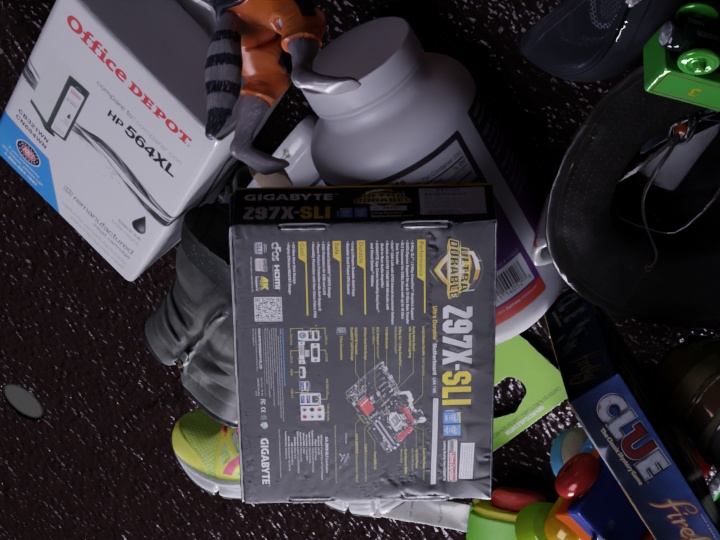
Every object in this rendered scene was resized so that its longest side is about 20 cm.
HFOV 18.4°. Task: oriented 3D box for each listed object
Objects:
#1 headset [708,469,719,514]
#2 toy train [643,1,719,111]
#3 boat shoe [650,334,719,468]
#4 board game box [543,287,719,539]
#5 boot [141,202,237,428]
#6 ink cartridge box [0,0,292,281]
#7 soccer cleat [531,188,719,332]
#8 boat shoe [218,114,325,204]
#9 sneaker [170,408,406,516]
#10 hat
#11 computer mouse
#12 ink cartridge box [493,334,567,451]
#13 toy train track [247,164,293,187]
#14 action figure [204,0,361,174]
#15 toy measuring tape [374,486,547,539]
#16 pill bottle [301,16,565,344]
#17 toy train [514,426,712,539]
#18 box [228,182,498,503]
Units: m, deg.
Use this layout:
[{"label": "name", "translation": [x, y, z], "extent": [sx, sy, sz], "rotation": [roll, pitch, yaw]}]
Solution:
[{"label": "headset", "translation": [0.290, 0.201, 1.521], "extent": [0.123, 0.094, 0.201], "rotation": [23, 127, 23]}, {"label": "toy train", "translation": [0.240, -0.094, 1.175], "extent": [0.198, 0.042, 0.056], "rotation": [14, 149, -19]}, {"label": "boat shoe", "translation": [0.218, 0.070, 1.355], "extent": [0.074, 0.076, 0.200], "rotation": [41, -176, 12]}, {"label": "board game box", "translation": [0.164, 0.094, 1.324], "extent": [0.034, 0.200, 0.136], "rotation": [-31, 103, 8]}, {"label": "boot", "translation": [-0.064, 0.059, 1.487], "extent": [0.200, 0.067, 0.131], "rotation": [45, 135, 26]}, {"label": "ink cartridge box", "translation": [-0.150, -0.108, 1.486], "extent": [0.146, 0.084, 0.200], "rotation": [44, 145, 4]}, {"label": "soccer cleat", "translation": [0.197, 0.007, 1.348], "extent": [0.199, 0.085, 0.069], "rotation": [30, 143, 9]}, {"label": "boat shoe", "translation": [-0.062, -0.043, 1.527], "extent": [0.067, 0.073, 0.200], "rotation": [52, 133, 1]}, {"label": "sneaker", "translation": [-0.050, 0.108, 1.552], "extent": [0.198, 0.078, 0.091], "rotation": [3, 125, 30]}, {"label": "hat", "translation": [0.184, -0.062, 1.268], "extent": [0.081, 0.199, 0.202], "rotation": [-121, 9, -51]}, {"label": "computer mouse", "translation": [0.153, -0.147, 1.187], "extent": [0.053, 0.138, 0.200], "rotation": [52, 152, 0]}, {"label": "ink cartridge box", "translation": [0.031, 0.066, 1.554], "extent": [0.200, 0.076, 0.148], "rotation": [41, 144, -4]}, {"label": "toy train track", "translation": [0.000, 0.000, 1.423], "extent": [0.200, 0.032, 0.115], "rotation": [52, -175, -25]}, {"label": "action figure", "translation": [-0.059, -0.178, 1.277], "extent": [0.200, 0.104, 0.195], "rotation": [120, 137, -66]}, {"label": "toy measuring tape", "translation": [0.080, 0.189, 1.651], "extent": [0.198, 0.074, 0.074], "rotation": [9, 136, 29]}, {"label": "pill bottle", "translation": [0.043, -0.054, 1.381], "extent": [0.112, 0.113, 0.201], "rotation": [-5, 127, 42]}, {"label": "toy train", "translation": [0.142, 0.169, 1.479], "extent": [0.085, 0.200, 0.115], "rotation": [44, 148, -12]}, {"label": "box", "translation": [0.002, 0.047, 1.346], "extent": [0.158, 0.049, 0.202], "rotation": [-2, 120, -2]}]
